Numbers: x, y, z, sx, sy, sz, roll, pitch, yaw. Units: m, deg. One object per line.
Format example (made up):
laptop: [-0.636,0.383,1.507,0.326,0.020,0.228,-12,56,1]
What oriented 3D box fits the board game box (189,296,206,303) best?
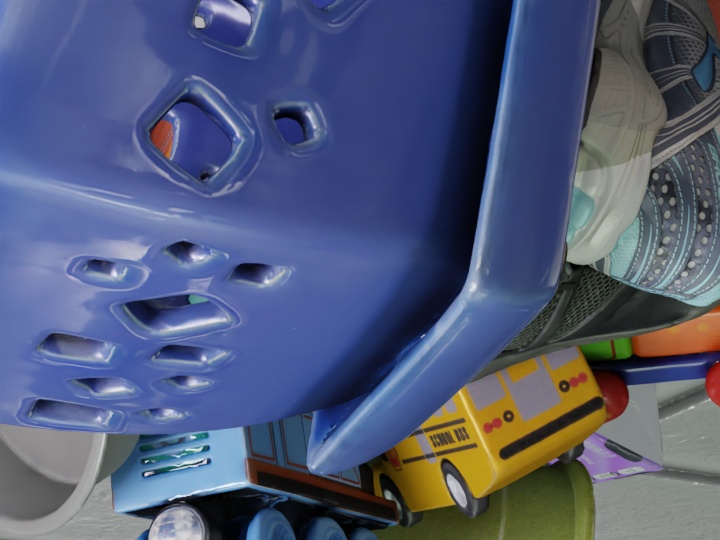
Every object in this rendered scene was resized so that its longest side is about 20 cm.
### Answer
board game box: [0.000,0.000,0.942,0.151,0.045,0.200,-24,164,1]

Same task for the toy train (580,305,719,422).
toy train: [0.172,0.002,0.921,0.198,0.085,0.116,-6,146,11]

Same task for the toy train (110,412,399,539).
toy train: [-0.045,0.108,0.941,0.086,0.115,0.200,-11,164,21]

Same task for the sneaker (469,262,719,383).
sneaker: [0.090,-0.014,0.815,0.198,0.077,0.114,-18,163,2]

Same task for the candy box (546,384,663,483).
candy box: [0.058,0.090,1.228,0.199,0.072,0.167,-16,154,31]

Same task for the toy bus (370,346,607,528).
toy bus: [0.049,0.072,0.969,0.065,0.079,0.200,-27,178,-17]

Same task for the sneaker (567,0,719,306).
sneaker: [0.106,-0.050,0.718,0.086,0.201,0.078,31,124,-7]

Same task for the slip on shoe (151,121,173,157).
slip on shoe: [-0.056,-0.056,0.863,0.074,0.062,0.199,16,151,-35]

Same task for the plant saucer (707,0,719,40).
plant saucer: [0.162,-0.066,0.891,0.198,0.037,0.200,-1,159,-1]

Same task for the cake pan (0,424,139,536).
cake pan: [-0.155,0.013,0.873,0.037,0.202,0.200,-17,172,-39]

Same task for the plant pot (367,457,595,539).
plant pot: [0.005,0.168,1.119,0.188,0.202,0.200,21,154,-9]

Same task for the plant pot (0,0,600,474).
plant pot: [-0.033,-0.053,0.636,0.178,0.202,0.200,17,153,-12]
